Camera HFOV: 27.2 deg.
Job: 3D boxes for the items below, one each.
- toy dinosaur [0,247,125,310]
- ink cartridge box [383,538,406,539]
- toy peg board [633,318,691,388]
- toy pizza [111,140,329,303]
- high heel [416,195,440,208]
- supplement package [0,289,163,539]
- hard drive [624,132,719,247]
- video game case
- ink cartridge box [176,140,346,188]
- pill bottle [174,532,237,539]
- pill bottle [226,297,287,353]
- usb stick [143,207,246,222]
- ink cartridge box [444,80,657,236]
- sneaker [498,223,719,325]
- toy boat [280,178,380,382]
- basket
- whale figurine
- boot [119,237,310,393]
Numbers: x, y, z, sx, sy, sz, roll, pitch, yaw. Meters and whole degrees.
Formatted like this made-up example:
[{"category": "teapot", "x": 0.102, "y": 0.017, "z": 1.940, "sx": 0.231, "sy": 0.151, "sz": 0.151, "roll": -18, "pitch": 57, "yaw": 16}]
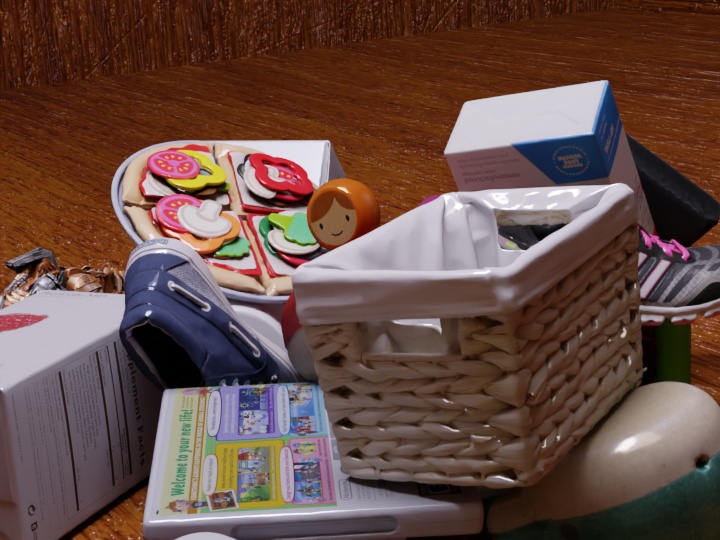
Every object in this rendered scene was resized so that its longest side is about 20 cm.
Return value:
[{"category": "toy dinosaur", "x": -0.234, "y": 0.044, "z": 1.188, "sx": 0.200, "sy": 0.136, "sz": 0.102, "roll": -15, "pitch": 19, "yaw": -35}, {"category": "ink cartridge box", "x": -0.041, "y": 0.146, "z": 0.916, "sx": 0.115, "sy": 0.067, "sz": 0.200, "roll": -6, "pitch": 16, "yaw": -11}, {"category": "toy peg board", "x": 0.149, "y": 0.064, "z": 1.111, "sx": 0.199, "sy": 0.098, "sz": 0.199, "roll": -6, "pitch": 16, "yaw": -10}, {"category": "toy pizza", "x": -0.095, "y": -0.049, "z": 1.165, "sx": 0.200, "sy": 0.032, "sz": 0.200, "roll": 16, "pitch": 35, "yaw": -11}, {"category": "high heel", "x": 0.013, "y": 0.003, "z": 1.190, "sx": 0.096, "sy": 0.200, "sz": 0.067, "roll": 31, "pitch": -31, "yaw": -18}, {"category": "supplement package", "x": -0.223, "y": 0.098, "z": 1.023, "sx": 0.121, "sy": 0.120, "sz": 0.200, "roll": 2, "pitch": 16, "yaw": 25}, {"category": "hard drive", "x": 0.170, "y": -0.029, "z": 1.195, "sx": 0.139, "sy": 0.200, "sz": 0.033, "roll": 34, "pitch": 44, "yaw": -11}, {"category": "video game case", "x": -0.031, "y": 0.109, "z": 0.879, "sx": 0.181, "sy": 0.022, "sz": 0.200, "roll": -3, "pitch": 17, "yaw": -3}, {"category": "ink cartridge box", "x": -0.077, "y": -0.038, "z": 1.351, "sx": 0.145, "sy": 0.083, "sz": 0.200, "roll": 1, "pitch": -23, "yaw": 12}, {"category": "pill bottle", "x": -0.018, "y": 0.191, "z": 0.667, "sx": 0.114, "sy": 0.115, "sz": 0.200, "roll": -18, "pitch": 22, "yaw": -41}, {"category": "pill bottle", "x": -0.110, "y": 0.047, "z": 1.193, "sx": 0.113, "sy": 0.114, "sz": 0.200, "roll": -5, "pitch": 17, "yaw": -7}, {"category": "usb stick", "x": -0.090, "y": -0.027, "z": 1.203, "sx": 0.199, "sy": 0.033, "sz": 0.055, "roll": 12, "pitch": 14, "yaw": -16}, {"category": "ink cartridge box", "x": 0.153, "y": -0.037, "z": 1.122, "sx": 0.116, "sy": 0.200, "sz": 0.067, "roll": -6, "pitch": 39, "yaw": 26}, {"category": "sneaker", "x": 0.182, "y": -0.013, "z": 1.032, "sx": 0.199, "sy": 0.088, "sz": 0.074, "roll": -3, "pitch": 16, "yaw": 1}, {"category": "toy boat", "x": 0.000, "y": 0.000, "z": 1.027, "sx": 0.130, "sy": 0.131, "sz": 0.200, "roll": -18, "pitch": 0, "yaw": -1}, {"category": "basket", "x": 0.071, "y": 0.033, "z": 0.849, "sx": 0.135, "sy": 0.124, "sz": 0.200, "roll": -1, "pitch": 14, "yaw": 31}, {"category": "whale figurine", "x": 0.142, "y": 0.137, "z": 0.899, "sx": 0.159, "sy": 0.104, "sz": 0.200, "roll": -26, "pitch": 3, "yaw": -34}, {"category": "boot", "x": -0.099, "y": 0.075, "z": 1.026, "sx": 0.073, "sy": 0.200, "sz": 0.090, "roll": -28, "pitch": 31, "yaw": 20}]
